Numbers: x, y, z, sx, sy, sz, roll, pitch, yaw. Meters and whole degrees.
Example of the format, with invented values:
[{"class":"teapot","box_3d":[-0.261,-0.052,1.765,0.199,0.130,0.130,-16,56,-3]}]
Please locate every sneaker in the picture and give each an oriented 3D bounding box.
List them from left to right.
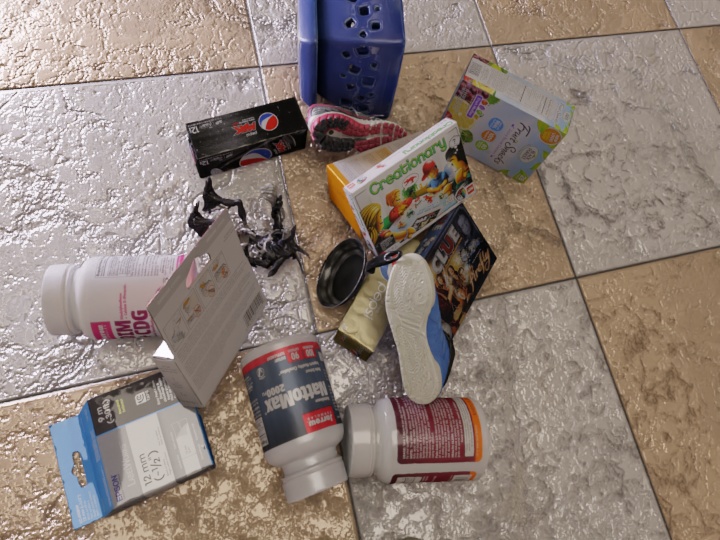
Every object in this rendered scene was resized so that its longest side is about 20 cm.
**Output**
[{"class":"sneaker","box_3d":[-0.001,-0.245,0.988,0.195,0.082,0.076,9,37,-33]},{"class":"sneaker","box_3d":[0.089,0.081,0.831,0.074,0.111,0.208,-11,84,17]}]

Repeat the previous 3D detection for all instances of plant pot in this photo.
[{"class":"plant pot","box_3d":[-0.025,-0.409,1.000,0.173,0.201,0.207,-1,70,-5]}]

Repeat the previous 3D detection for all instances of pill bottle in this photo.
[{"class":"pill bottle","box_3d":[-0.334,0.038,0.812,0.192,0.114,0.117,-2,70,-11]},{"class":"pill bottle","box_3d":[-0.088,0.205,0.797,0.116,0.120,0.206,-15,74,-16]},{"class":"pill bottle","box_3d":[0.075,0.242,0.818,0.192,0.115,0.118,3,69,-11]}]

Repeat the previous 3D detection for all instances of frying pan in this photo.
[{"class":"frying pan","box_3d":[-0.002,-0.013,0.877,0.031,0.188,0.118,29,39,-35]}]

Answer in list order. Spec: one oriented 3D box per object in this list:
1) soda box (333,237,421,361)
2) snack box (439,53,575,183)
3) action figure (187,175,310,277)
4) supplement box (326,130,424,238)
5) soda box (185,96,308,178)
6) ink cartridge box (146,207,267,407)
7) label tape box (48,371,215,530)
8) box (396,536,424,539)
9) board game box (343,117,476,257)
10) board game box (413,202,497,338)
[{"class":"soda box","box_3d":[0.032,0.036,0.913,0.066,0.064,0.203,30,66,1]},{"class":"snack box","box_3d":[0.248,-0.261,1.010,0.195,0.169,0.069,25,67,0]},{"class":"action figure","box_3d":[-0.167,-0.067,0.893,0.194,0.103,0.121,23,55,0]},{"class":"supplement box","box_3d":[0.056,-0.148,0.956,0.195,0.075,0.127,-22,46,-17]},{"class":"soda box","box_3d":[-0.190,-0.226,0.966,0.194,0.064,0.073,-20,75,-17]},{"class":"ink cartridge box","box_3d":[-0.211,0.047,0.774,0.043,0.180,0.203,1,40,23]},{"class":"label tape box","box_3d":[-0.310,0.235,0.771,0.194,0.066,0.147,-19,74,-19]},{"class":"box","box_3d":[0.004,0.438,0.734,0.193,0.109,0.132,-8,71,-14]},{"class":"board game box","box_3d":[0.080,-0.124,0.874,0.197,0.128,0.035,-35,35,-10]},{"class":"board game box","box_3d":[0.138,0.008,0.922,0.136,0.034,0.202,49,62,-28]}]
